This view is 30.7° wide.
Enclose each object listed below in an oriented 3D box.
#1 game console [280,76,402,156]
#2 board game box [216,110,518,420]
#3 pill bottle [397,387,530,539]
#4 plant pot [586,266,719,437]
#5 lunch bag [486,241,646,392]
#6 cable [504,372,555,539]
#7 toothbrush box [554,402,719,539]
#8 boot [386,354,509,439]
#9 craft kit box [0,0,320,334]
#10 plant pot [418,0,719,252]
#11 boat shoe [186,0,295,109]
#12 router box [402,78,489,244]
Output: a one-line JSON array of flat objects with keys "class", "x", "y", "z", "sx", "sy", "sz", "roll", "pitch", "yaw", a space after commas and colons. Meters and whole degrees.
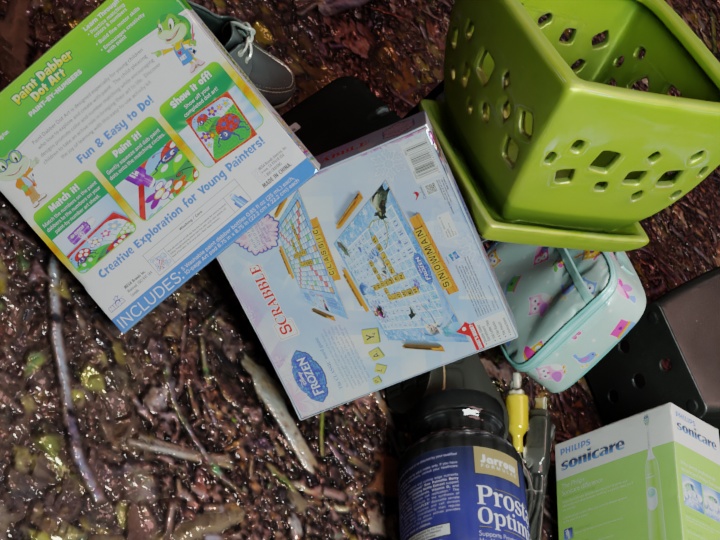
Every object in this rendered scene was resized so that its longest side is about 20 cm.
[{"class": "game console", "x": -0.029, "y": -0.044, "z": 1.175, "sx": 0.200, "sy": 0.117, "sz": 0.176, "roll": -37, "pitch": 62, "yaw": -17}, {"class": "board game box", "x": 0.000, "y": 0.000, "z": 1.065, "sx": 0.041, "sy": 0.199, "sz": 0.201, "roll": -89, "pitch": 156, "yaw": -66}, {"class": "pill bottle", "x": 0.088, "y": 0.207, "z": 1.124, "sx": 0.112, "sy": 0.112, "sz": 0.201, "roll": 29, "pitch": 43, "yaw": -33}, {"class": "plant pot", "x": 0.370, "y": 0.118, "z": 1.483, "sx": 0.177, "sy": 0.199, "sz": 0.201, "roll": -5, "pitch": 65, "yaw": -39}, {"class": "lunch bag", "x": 0.202, "y": 0.011, "z": 1.355, "sx": 0.077, "sy": 0.160, "sz": 0.200, "roll": 30, "pitch": 24, "yaw": -30}, {"class": "cable", "x": 0.160, "y": 0.206, "z": 1.291, "sx": 0.097, "sy": 0.050, "sz": 0.201, "roll": 60, "pitch": 35, "yaw": -54}, {"class": "toothbrush box", "x": 0.271, "y": 0.249, "z": 1.263, "sx": 0.086, "sy": 0.145, "sz": 0.201, "roll": 27, "pitch": 50, "yaw": -35}, {"class": "boot", "x": 0.094, "y": 0.077, "z": 1.283, "sx": 0.138, "sy": 0.077, "sz": 0.201, "roll": 35, "pitch": 53, "yaw": -34}, {"class": "craft kit box", "x": -0.167, "y": -0.090, "z": 0.989, "sx": 0.198, "sy": 0.200, "sz": 0.049, "roll": 50, "pitch": 7, "yaw": -10}, {"class": "plant pot", "x": 0.172, "y": -0.129, "z": 1.104, "sx": 0.199, "sy": 0.182, "sz": 0.199, "roll": 5, "pitch": 41, "yaw": -29}, {"class": "boat shoe", "x": -0.129, "y": -0.207, "z": 1.245, "sx": 0.200, "sy": 0.062, "sz": 0.073, "roll": 17, "pitch": 50, "yaw": -42}, {"class": "router box", "x": 0.097, "y": -0.100, "z": 1.308, "sx": 0.051, "sy": 0.200, "sz": 0.150, "roll": -25, "pitch": 83, "yaw": -35}]
